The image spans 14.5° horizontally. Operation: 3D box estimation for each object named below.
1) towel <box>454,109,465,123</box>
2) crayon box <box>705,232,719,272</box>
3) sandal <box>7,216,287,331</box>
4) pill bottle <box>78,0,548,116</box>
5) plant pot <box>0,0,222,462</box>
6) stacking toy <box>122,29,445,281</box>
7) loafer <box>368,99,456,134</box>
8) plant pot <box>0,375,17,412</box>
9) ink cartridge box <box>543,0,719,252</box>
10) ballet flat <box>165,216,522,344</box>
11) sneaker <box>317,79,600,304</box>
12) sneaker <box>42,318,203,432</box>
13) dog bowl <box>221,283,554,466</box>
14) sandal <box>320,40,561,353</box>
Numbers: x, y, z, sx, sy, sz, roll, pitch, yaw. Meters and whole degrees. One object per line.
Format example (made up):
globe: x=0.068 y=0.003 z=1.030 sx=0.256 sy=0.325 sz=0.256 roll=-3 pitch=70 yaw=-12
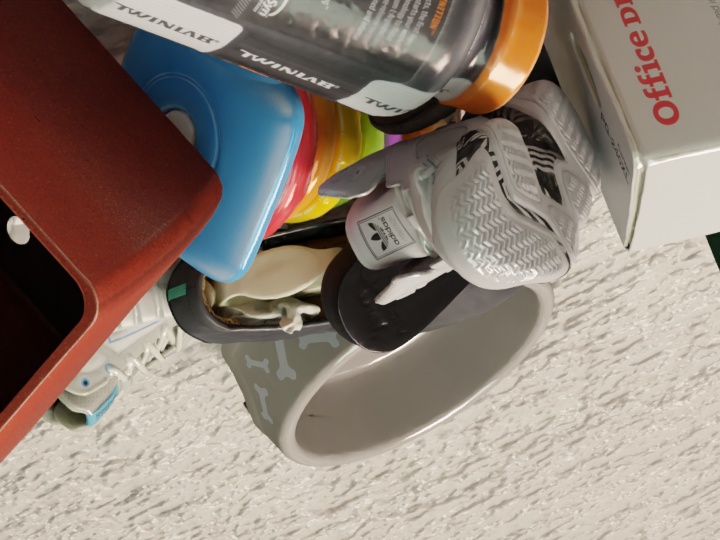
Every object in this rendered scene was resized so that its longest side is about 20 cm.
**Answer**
towel: x=0.144 y=-0.130 z=1.462 sx=0.200 sy=0.032 sz=0.191 roll=-13 pitch=147 yaw=-10
crayon box: x=0.292 y=-0.067 z=1.575 sx=0.200 sy=0.058 sz=0.173 roll=-20 pitch=159 yaw=-2
sandal: x=-0.132 y=-0.007 z=1.474 sx=0.202 sy=0.050 sz=0.083 roll=0 pitch=98 yaw=-33
pill bottle: x=-0.017 y=-0.130 z=1.213 sx=0.200 sy=0.106 sz=0.106 roll=19 pitch=132 yaw=-29
plant pot: x=-0.182 y=-0.022 z=1.270 sx=0.200 sy=0.200 sz=0.176 roll=-48 pitch=171 yaw=33
stacking toy: x=-0.022 y=-0.068 z=1.402 sx=0.200 sy=0.116 sz=0.110 roll=-4 pitch=123 yaw=-48
loafer: x=0.050 y=-0.158 z=1.316 sx=0.071 sy=0.073 sz=0.200 roll=28 pitch=98 yaw=-28
plant pot: x=-0.289 y=0.087 z=1.374 sx=0.181 sy=0.199 sz=0.200 roll=-38 pitch=168 yaw=-43
ink cartridge box: x=0.199 y=-0.107 z=1.361 sx=0.200 sy=0.145 sz=0.083 roll=-13 pitch=149 yaw=-10
ballet flat: x=0.000 y=0.000 z=1.448 sx=0.200 sy=0.073 sz=0.073 roll=-9 pitch=146 yaw=-8
sneaker: x=0.038 y=-0.022 z=1.277 sx=0.115 sy=0.075 sz=0.200 roll=-25 pitch=-171 yaw=20
sneaker: x=-0.137 y=0.045 z=1.521 sx=0.200 sy=0.087 sz=0.075 roll=-13 pitch=145 yaw=-12
dog bowl: x=0.020 y=0.036 z=1.571 sx=0.200 sy=0.059 sz=0.200 roll=-26 pitch=156 yaw=-12
sandal: x=0.065 y=-0.035 z=1.407 sx=0.200 sy=0.043 sz=0.076 roll=-50 pitch=122 yaw=-12
